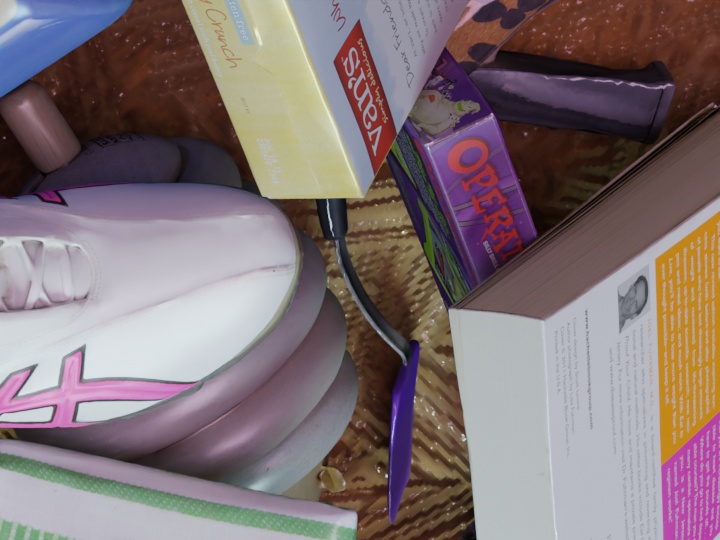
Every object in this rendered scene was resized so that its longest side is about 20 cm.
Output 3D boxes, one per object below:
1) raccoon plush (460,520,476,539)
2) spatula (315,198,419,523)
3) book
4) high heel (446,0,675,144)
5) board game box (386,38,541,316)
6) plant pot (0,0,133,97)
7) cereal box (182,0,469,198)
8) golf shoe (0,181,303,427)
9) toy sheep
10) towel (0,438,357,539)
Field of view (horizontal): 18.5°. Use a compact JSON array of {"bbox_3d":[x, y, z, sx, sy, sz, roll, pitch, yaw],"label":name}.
[{"bbox_3d":[0.110,0.159,0.823,0.096,0.200,0.135,-24,116,-27],"label":"raccoon plush"},{"bbox_3d":[0.000,0.000,0.816,0.020,0.057,0.201,-9,112,14],"label":"spatula"},{"bbox_3d":[0.101,0.038,0.730,0.048,0.200,0.134,7,115,32],"label":"book"},{"bbox_3d":[0.058,-0.148,0.792,0.142,0.071,0.201,8,105,-9],"label":"high heel"},{"bbox_3d":[0.043,-0.002,0.767,0.032,0.120,0.201,-23,129,0],"label":"board game box"},{"bbox_3d":[-0.165,-0.128,0.670,0.199,0.180,0.200,-29,108,22],"label":"plant pot"},{"bbox_3d":[-0.001,-0.139,0.672,0.039,0.200,0.144,1,132,28],"label":"cereal box"},{"bbox_3d":[-0.116,0.015,0.679,0.199,0.092,0.073,-13,80,4],"label":"golf shoe"},{"bbox_3d":[-0.073,0.022,0.781,0.137,0.138,0.201,-30,118,-1],"label":"toy sheep"},{"bbox_3d":[-0.087,0.160,0.695,0.152,0.023,0.201,9,76,13],"label":"towel"}]
